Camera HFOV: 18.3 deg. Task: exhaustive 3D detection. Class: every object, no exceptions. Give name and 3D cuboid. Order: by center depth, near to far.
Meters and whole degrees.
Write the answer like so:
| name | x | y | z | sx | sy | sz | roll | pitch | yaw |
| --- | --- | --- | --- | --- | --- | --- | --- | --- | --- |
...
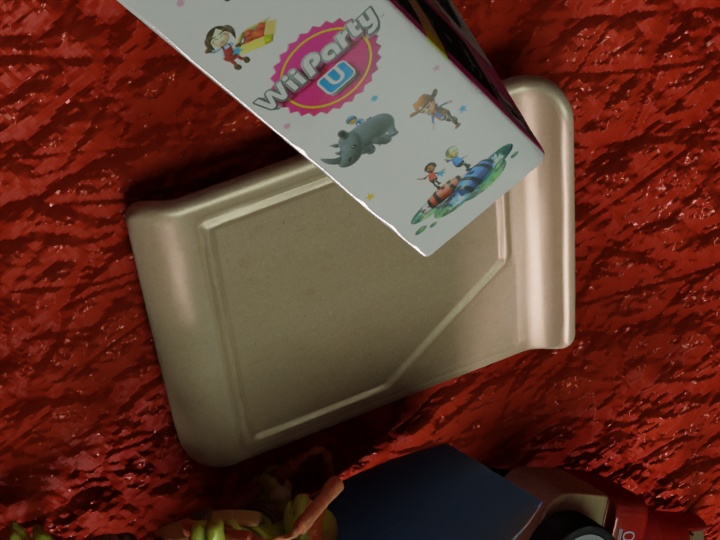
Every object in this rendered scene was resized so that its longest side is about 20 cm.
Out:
| name | x | y | z | sx | sy | sz | roll | pitch | yaw |
| --- | --- | --- | --- | --- | --- | --- | --- | --- | --- |
| board game box | -0.030 | -0.113 | 0.789 | 0.064 | 0.148 | 0.200 | -39 | 141 | 13 |
| wooden puzzle | 0.000 | 0.000 | 1.023 | 0.199 | 0.037 | 0.186 | -17 | 140 | -8 |
| turtle figurine | -0.076 | 0.131 | 1.053 | 0.160 | 0.065 | 0.200 | -10 | -176 | 6 |
| board game box | 0.004 | 0.150 | 1.062 | 0.157 | 0.200 | 0.039 | -30 | 104 | -12 |
| toy fire truck | 0.137 | 0.197 | 1.229 | 0.199 | 0.128 | 0.177 | 6 | 100 | -31 |
